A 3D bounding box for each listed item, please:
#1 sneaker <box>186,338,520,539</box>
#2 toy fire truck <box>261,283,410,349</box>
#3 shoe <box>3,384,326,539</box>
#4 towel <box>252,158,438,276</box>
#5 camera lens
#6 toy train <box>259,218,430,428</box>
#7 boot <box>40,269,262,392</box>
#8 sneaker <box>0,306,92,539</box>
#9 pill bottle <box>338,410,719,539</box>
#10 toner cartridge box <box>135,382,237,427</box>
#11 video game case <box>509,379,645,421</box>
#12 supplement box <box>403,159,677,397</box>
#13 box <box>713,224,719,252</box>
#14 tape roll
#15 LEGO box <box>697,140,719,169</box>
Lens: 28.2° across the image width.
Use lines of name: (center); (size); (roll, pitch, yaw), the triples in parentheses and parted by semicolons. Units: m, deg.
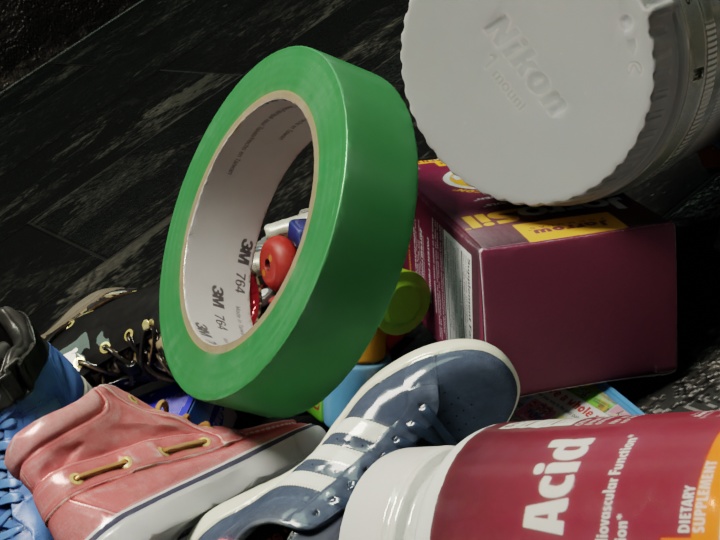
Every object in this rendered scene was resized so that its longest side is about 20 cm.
sneaker: (0.001, 0.115, 0.698); (0.200, 0.075, 0.085); (-40, 19, 4)
toy fire truck: (0.021, 0.000, 0.999); (0.141, 0.049, 0.199); (-41, 22, -29)
shoe: (-0.100, 0.100, 0.786); (0.200, 0.091, 0.072); (-18, -27, -53)
towel: (0.011, -0.056, 1.082); (0.199, 0.035, 0.193); (-23, 6, 12)
camera lens: (0.133, -0.127, 0.788); (0.159, 0.161, 0.200); (-13, 8, 37)
toy train: (0.000, 0.000, 0.841); (0.084, 0.202, 0.116); (-6, 17, -28)
boot: (-0.162, 0.065, 0.950); (0.150, 0.074, 0.200); (-15, 21, 37)
sneaker: (-0.204, 0.105, 0.794); (0.076, 0.112, 0.201); (-18, 37, 19)
pill bottle: (0.093, 0.115, 0.567); (0.199, 0.115, 0.114); (-10, 29, 42)
toner cartridge box: (-0.150, 0.148, 0.904); (0.094, 0.043, 0.200); (-20, 24, 23)
video game case: (0.052, 0.121, 0.740); (0.199, 0.018, 0.143); (-32, 21, -5)
supplement box: (0.092, -0.006, 0.823); (0.109, 0.086, 0.200); (-8, 18, -11)
box: (0.258, -0.054, 0.687); (0.200, 0.048, 0.159); (-133, 58, -68)
tape roll: (-0.045, -0.021, 0.793); (0.200, 0.048, 0.202); (-35, 46, 46)
LEGO box: (0.273, -0.187, 0.949); (0.077, 0.150, 0.200); (-6, 32, 47)
